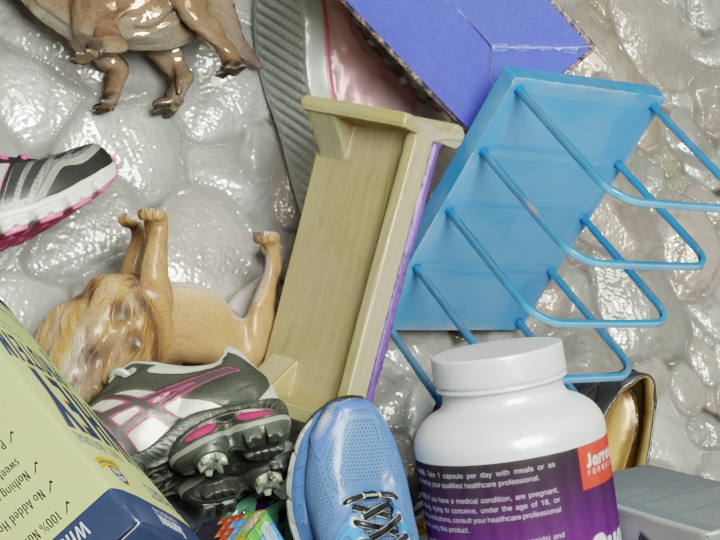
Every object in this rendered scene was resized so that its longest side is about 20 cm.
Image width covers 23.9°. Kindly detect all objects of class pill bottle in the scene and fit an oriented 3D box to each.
[{"bbox_3d":[0.093,0.144,0.976,0.112,0.112,0.201,-11,95,-32],"label":"pill bottle"}]

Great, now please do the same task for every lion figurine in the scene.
[{"bbox_3d":[-0.102,0.032,1.037,0.199,0.072,0.123,9,83,-32],"label":"lion figurine"}]

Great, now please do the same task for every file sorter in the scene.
[{"bbox_3d":[0.124,-0.006,1.065,0.138,0.201,0.123,1,39,-40],"label":"file sorter"}]

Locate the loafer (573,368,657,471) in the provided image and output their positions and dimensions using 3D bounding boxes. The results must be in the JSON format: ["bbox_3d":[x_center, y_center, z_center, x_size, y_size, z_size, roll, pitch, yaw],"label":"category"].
[{"bbox_3d":[0.153,0.156,1.128,0.072,0.072,0.201,21,63,-22],"label":"loafer"}]

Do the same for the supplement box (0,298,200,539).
[{"bbox_3d":[-0.217,0.125,0.817,0.200,0.134,0.200,-42,70,-3],"label":"supplement box"}]

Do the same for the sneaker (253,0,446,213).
[{"bbox_3d":[-0.005,-0.127,1.150,0.104,0.075,0.201,-8,79,-31],"label":"sneaker"}]

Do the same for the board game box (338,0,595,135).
[{"bbox_3d":[0.044,-0.196,1.105,0.159,0.097,0.200,44,11,-24],"label":"board game box"}]

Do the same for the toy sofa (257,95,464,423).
[{"bbox_3d":[0.000,0.000,1.040,0.097,0.082,0.201,16,88,-53],"label":"toy sofa"}]

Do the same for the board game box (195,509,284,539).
[{"bbox_3d":[-0.061,0.261,0.925,0.201,0.056,0.165,61,39,-15],"label":"board game box"}]

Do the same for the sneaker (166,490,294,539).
[{"bbox_3d":[-0.042,0.154,1.005,0.200,0.087,0.075,43,40,-11],"label":"sneaker"}]

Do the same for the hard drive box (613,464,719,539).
[{"bbox_3d":[0.196,0.207,1.001,0.076,0.200,0.157,-10,93,-18],"label":"hard drive box"}]

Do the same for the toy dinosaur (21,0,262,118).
[{"bbox_3d":[-0.144,-0.177,1.086,0.199,0.086,0.136,-1,70,-30],"label":"toy dinosaur"}]

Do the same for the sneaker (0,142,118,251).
[{"bbox_3d":[-0.237,-0.051,0.991,0.199,0.074,0.088,-22,89,-28],"label":"sneaker"}]

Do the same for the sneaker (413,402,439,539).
[{"bbox_3d":[0.056,0.167,1.069,0.090,0.075,0.201,6,67,-32],"label":"sneaker"}]

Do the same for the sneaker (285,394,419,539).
[{"bbox_3d":[0.017,0.165,0.928,0.078,0.089,0.201,-7,80,-31],"label":"sneaker"}]

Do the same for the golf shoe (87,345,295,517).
[{"bbox_3d":[-0.138,0.102,0.955,0.199,0.077,0.088,-12,48,-19],"label":"golf shoe"}]
